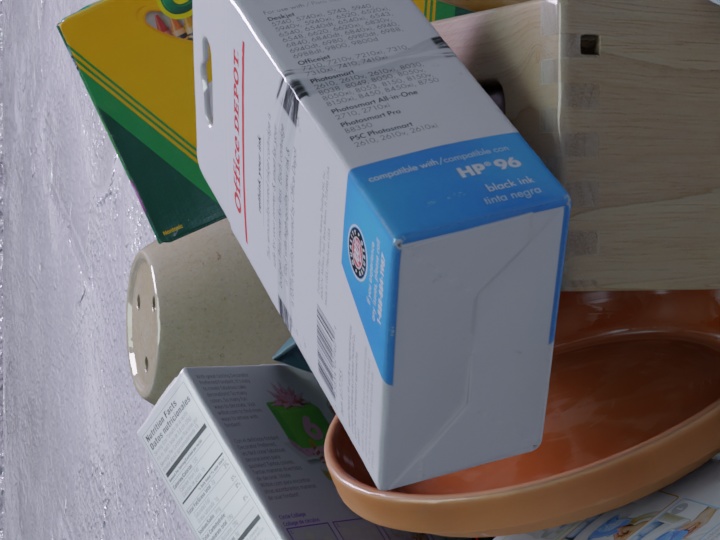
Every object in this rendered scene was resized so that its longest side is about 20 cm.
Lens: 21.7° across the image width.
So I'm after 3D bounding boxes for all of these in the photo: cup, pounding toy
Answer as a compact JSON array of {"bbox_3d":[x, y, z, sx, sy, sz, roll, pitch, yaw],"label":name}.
[{"bbox_3d":[-0.085,0.036,1.313,0.200,0.142,0.203,179,90,-70],"label":"cup"},{"bbox_3d":[0.093,-0.069,0.745,0.200,0.182,0.144,-170,81,-70],"label":"pounding toy"}]

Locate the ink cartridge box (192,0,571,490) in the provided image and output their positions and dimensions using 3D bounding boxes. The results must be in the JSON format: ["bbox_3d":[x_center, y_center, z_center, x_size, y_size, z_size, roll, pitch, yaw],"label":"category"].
[{"bbox_3d":[0.000,-0.033,0.694,0.201,0.067,0.117,-123,27,-44],"label":"ink cartridge box"}]

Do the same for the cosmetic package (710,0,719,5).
[{"bbox_3d":[0.107,-0.231,0.670,0.198,0.123,0.202,31,128,27],"label":"cosmetic package"}]

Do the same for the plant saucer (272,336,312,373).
[{"bbox_3d":[-0.005,0.045,0.965,0.200,0.069,0.019,137,152,-81],"label":"plant saucer"}]

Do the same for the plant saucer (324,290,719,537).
[{"bbox_3d":[0.082,0.056,0.780,0.033,0.199,0.200,69,166,-17],"label":"plant saucer"}]

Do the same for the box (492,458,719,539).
[{"bbox_3d":[0.134,0.145,0.700,0.113,0.101,0.200,58,164,-11],"label":"box"}]

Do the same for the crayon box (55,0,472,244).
[{"bbox_3d":[-0.030,-0.109,0.904,0.120,0.198,0.058,65,-168,-11],"label":"crayon box"}]

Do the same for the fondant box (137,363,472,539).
[{"bbox_3d":[-0.013,0.143,1.023,0.058,0.143,0.201,-51,58,30],"label":"fondant box"}]

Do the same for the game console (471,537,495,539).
[{"bbox_3d":[0.067,0.109,0.945,0.201,0.031,0.178,76,177,-48],"label":"game console"}]
